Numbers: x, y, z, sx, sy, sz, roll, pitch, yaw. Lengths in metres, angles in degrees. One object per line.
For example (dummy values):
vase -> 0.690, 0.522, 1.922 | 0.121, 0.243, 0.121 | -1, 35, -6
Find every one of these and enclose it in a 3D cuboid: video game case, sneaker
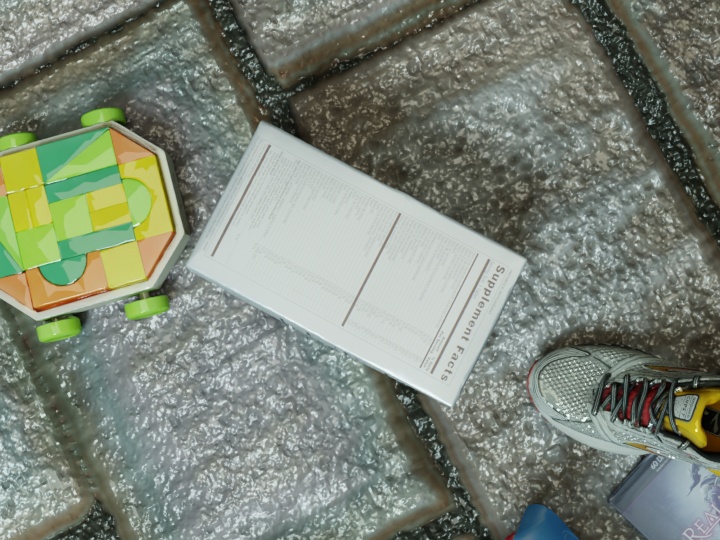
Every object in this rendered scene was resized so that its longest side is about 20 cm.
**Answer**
video game case -> 0.291, 0.175, 0.751 | 0.200, 0.019, 0.143 | 42, 89, 22
sneaker -> 0.210, 0.090, 0.748 | 0.199, 0.082, 0.078 | 11, 77, 21

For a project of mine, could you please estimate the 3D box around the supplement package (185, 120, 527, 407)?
supplement package -> 0.000, 0.000, 0.764 | 0.199, 0.110, 0.114 | 28, 87, 5

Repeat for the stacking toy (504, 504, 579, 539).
stacking toy -> 0.086, 0.267, 0.752 | 0.200, 0.116, 0.110 | -44, 81, 11

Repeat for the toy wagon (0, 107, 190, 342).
toy wagon -> -0.229, -0.028, 0.816 | 0.199, 0.040, 0.156 | -15, 84, 2
